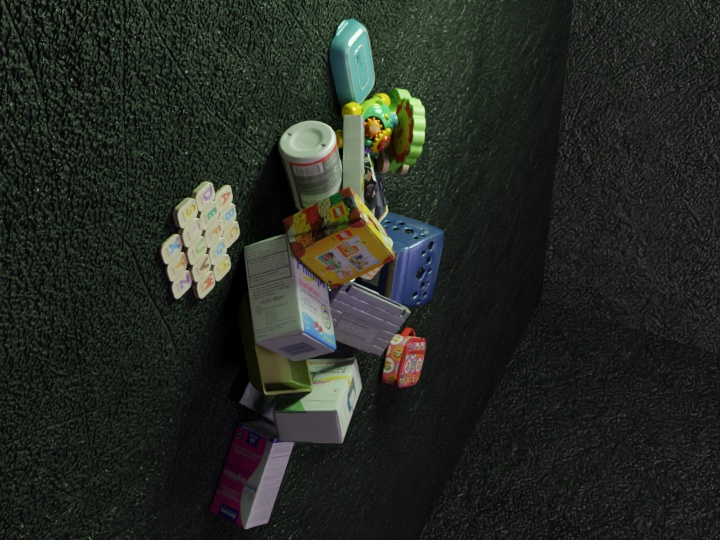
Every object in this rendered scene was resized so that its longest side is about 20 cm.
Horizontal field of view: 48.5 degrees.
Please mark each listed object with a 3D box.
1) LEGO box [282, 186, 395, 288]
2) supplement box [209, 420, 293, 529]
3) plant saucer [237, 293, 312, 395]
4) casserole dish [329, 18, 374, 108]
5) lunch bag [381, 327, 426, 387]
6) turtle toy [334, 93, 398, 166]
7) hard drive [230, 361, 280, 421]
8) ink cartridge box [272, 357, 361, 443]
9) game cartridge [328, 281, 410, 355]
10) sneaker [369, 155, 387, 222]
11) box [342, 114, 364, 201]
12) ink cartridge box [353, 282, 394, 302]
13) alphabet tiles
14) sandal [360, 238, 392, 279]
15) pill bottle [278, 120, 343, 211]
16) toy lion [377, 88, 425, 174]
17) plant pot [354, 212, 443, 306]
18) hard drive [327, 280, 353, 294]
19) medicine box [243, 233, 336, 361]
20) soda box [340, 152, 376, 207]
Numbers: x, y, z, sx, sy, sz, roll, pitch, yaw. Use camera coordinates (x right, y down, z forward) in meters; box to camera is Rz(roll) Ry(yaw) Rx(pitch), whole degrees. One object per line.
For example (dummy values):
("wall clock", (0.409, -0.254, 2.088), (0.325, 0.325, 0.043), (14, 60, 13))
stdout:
("LEGO box", (-0.038, -0.058, 1.549), (0.200, 0.148, 0.078), (46, 21, -60))
("supplement box", (-0.232, 0.439, 1.729), (0.103, 0.100, 0.202), (17, 90, -66))
("plant saucer", (-0.180, 0.155, 1.622), (0.199, 0.047, 0.202), (13, 61, -65))
("casserole dish", (-0.012, -0.431, 1.688), (0.122, 0.038, 0.201), (-57, 152, -31))
("lunch bag", (0.137, 0.264, 2.461), (0.200, 0.081, 0.178), (10, 93, -68))
("turtle toy", (0.011, -0.286, 1.733), (0.145, 0.101, 0.201), (-30, 157, -46))
("hard drive", (-0.204, 0.240, 1.738), (0.141, 0.033, 0.200), (-66, 156, -14))
("ink cartridge box", (-0.090, 0.277, 1.726), (0.200, 0.144, 0.088), (-63, 148, -62))
("game cartridge", (-0.001, 0.102, 1.711), (0.199, 0.038, 0.130), (25, 110, -36))
("sneaker", (0.023, -0.170, 1.862), (0.078, 0.079, 0.202), (-148, -112, -69))
("box", (-0.014, -0.209, 1.594), (0.039, 0.041, 0.202), (54, 35, -76))
("ink cartridge box", (-0.032, 0.090, 1.791), (0.067, 0.198, 0.118), (-37, 144, -56))
("alphabet tiles", (-0.275, -0.050, 1.401), (0.196, 0.014, 0.201), (-52, 149, -40))
("sandal", (-0.001, -0.004, 1.853), (0.059, 0.206, 0.079), (47, 19, -27))
("pill bottle", (-0.090, -0.185, 1.593), (0.114, 0.113, 0.201), (-57, 153, -32))
("toy lion", (0.091, -0.317, 1.766), (0.192, 0.068, 0.202), (127, -39, -59))
("plant pot", (0.067, -0.018, 1.966), (0.179, 0.199, 0.202), (-23, 128, -53))
("hard drive", (-0.063, -0.019, 1.755), (0.200, 0.134, 0.042), (-52, 171, -33))
("medicine box", (-0.136, 0.057, 1.571), (0.182, 0.102, 0.202), (41, 37, -65))
("soda box", (-0.014, -0.174, 1.714), (0.200, 0.063, 0.071), (107, -31, -72))
